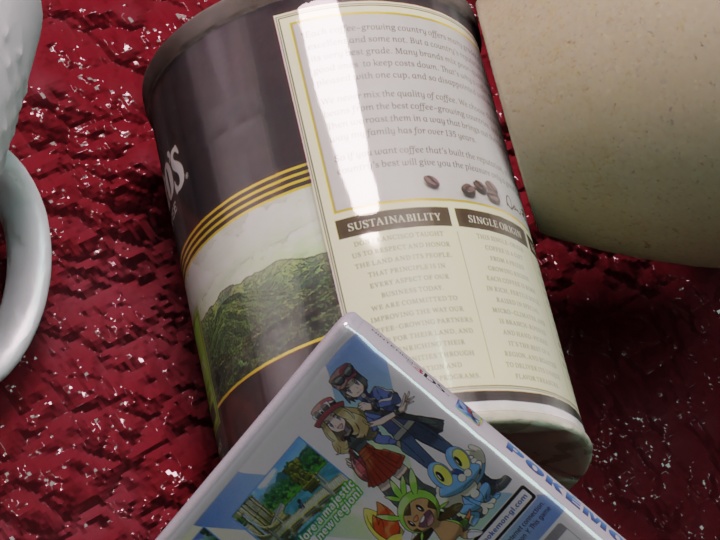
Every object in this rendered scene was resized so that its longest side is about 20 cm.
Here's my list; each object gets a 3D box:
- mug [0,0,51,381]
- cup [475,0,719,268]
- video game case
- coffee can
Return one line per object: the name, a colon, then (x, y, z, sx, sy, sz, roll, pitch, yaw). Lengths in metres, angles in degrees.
mug: (-0.193, -0.027, 0.824, 0.200, 0.147, 0.176, 38, 54, -42)
cup: (0.129, -0.082, 0.910, 0.143, 0.200, 0.201, -16, 65, 6)
video game case: (0.003, 0.146, 0.791, 0.182, 0.200, 0.022, 40, 15, -1)
coffee can: (0.000, 0.000, 0.890, 0.146, 0.146, 0.201, 0, 62, -27)
